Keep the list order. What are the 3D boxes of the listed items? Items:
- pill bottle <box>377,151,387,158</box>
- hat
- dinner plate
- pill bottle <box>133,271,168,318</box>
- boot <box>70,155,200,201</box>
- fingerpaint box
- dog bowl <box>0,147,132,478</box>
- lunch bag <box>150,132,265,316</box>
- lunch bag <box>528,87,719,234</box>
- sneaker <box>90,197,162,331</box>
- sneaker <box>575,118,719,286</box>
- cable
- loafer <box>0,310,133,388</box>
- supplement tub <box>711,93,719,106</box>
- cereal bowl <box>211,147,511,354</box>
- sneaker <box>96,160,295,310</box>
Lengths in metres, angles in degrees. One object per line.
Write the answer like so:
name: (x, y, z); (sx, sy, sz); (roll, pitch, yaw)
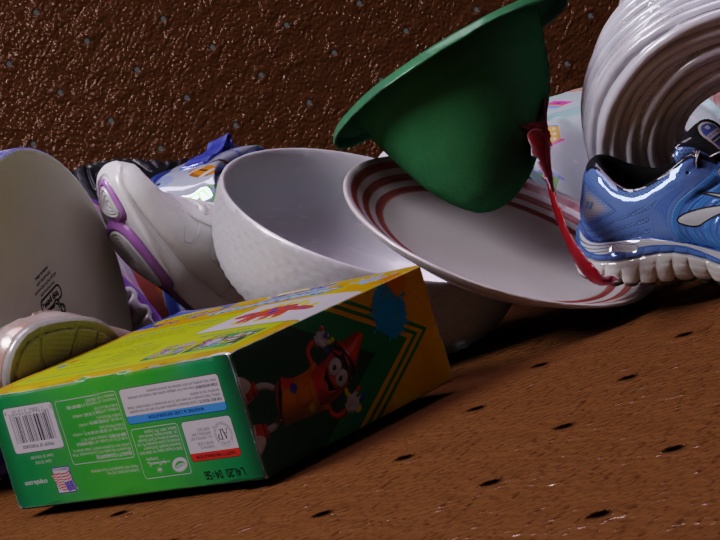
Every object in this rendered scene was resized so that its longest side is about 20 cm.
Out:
pill bottle: (0.075, -0.059, 1.875); (0.199, 0.113, 0.112); (-10, 9, 45)
hat: (0.092, -0.050, 1.408); (0.165, 0.177, 0.200); (-37, -8, 34)
dinner plate: (0.083, -0.018, 1.416); (0.199, 0.024, 0.200); (13, 23, -6)
pill bottle: (-0.227, 0.054, 1.662); (0.112, 0.113, 0.200); (-12, 7, 38)
boot: (-0.167, -0.005, 1.827); (0.199, 0.076, 0.169); (-11, -44, -42)
fingerpaint box: (-0.078, 0.067, 1.293); (0.199, 0.074, 0.166); (-11, 9, 41)
dog bowl: (-0.223, 0.027, 1.458); (0.078, 0.202, 0.200); (-12, 7, 22)
lunch bag: (-0.096, -0.013, 1.684); (0.075, 0.161, 0.200); (-15, 7, 11)
lunch bag: (0.158, -0.058, 1.598); (0.169, 0.123, 0.200); (-18, 15, -25)
sneaker: (-0.183, 0.002, 1.599); (0.080, 0.200, 0.088); (-40, 3, 32)
sneaker: (0.214, -0.040, 1.328); (0.199, 0.090, 0.078); (-1, 13, 23)
cable: (0.231, -0.097, 1.394); (0.198, 0.201, 0.069); (9, 39, -8)
loafer: (-0.166, 0.060, 1.410); (0.063, 0.072, 0.200); (19, 4, 33)
supplement tub: (0.321, -0.117, 1.744); (0.199, 0.108, 0.107); (-16, 6, 7)
cereal bowl: (0.000, 0.000, 1.457); (0.198, 0.084, 0.200); (13, 21, -5)
sneaker: (-0.097, -0.020, 1.533); (0.100, 0.200, 0.075); (-51, 38, -9)
